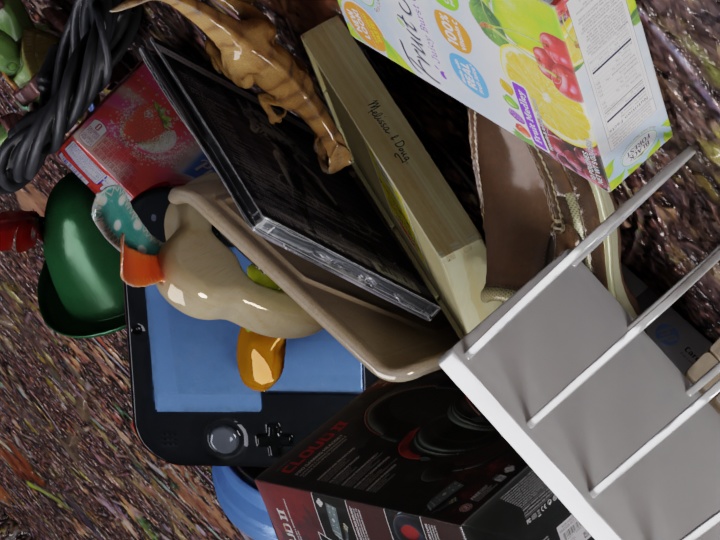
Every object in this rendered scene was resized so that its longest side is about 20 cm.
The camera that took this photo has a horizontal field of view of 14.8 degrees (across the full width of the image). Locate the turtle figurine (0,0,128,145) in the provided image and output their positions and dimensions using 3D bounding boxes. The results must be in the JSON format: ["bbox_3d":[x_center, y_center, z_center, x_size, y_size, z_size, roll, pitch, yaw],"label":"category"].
[{"bbox_3d":[-0.276,-0.145,2.059,0.194,0.144,0.200,56,158,-17],"label":"turtle figurine"}]

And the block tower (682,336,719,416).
[{"bbox_3d":[0.259,0.112,1.485,0.200,0.054,0.058,44,164,7],"label":"block tower"}]

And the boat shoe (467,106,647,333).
[{"bbox_3d":[0.099,-0.006,1.503,0.075,0.075,0.203,-2,118,48],"label":"boat shoe"}]

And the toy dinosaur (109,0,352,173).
[{"bbox_3d":[-0.071,-0.136,1.646,0.200,0.060,0.106,38,-171,-31],"label":"toy dinosaur"}]

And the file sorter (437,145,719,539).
[{"bbox_3d":[0.170,0.061,1.382,0.200,0.139,0.125,48,128,3],"label":"file sorter"}]

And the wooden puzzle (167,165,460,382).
[{"bbox_3d":[0.000,0.000,1.699,0.200,0.037,0.185,38,-154,21],"label":"wooden puzzle"}]

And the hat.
[{"bbox_3d":[-0.210,-0.063,1.980,0.176,0.165,0.200,51,-165,-34],"label":"hat"}]

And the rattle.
[{"bbox_3d":[-0.111,0.015,1.731,0.143,0.200,0.130,-32,78,42],"label":"rattle"}]

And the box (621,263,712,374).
[{"bbox_3d":[0.172,0.093,1.612,0.200,0.041,0.156,43,147,15],"label":"box"}]

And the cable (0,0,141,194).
[{"bbox_3d":[-0.203,-0.130,1.884,0.051,0.163,0.200,34,164,-10],"label":"cable"}]

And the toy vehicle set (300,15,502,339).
[{"bbox_3d":[0.030,-0.043,1.624,0.200,0.026,0.124,59,175,38],"label":"toy vehicle set"}]

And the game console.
[{"bbox_3d":[-0.069,0.037,1.847,0.176,0.031,0.200,2,111,12],"label":"game console"}]

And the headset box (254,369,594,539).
[{"bbox_3d":[0.048,0.122,1.619,0.200,0.149,0.075,8,127,48],"label":"headset box"}]

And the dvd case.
[{"bbox_3d":[-0.044,-0.056,1.659,0.149,0.016,0.200,27,-160,-39],"label":"dvd case"}]

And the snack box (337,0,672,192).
[{"bbox_3d":[0.058,-0.139,1.398,0.200,0.053,0.142,35,159,36],"label":"snack box"}]

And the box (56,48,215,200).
[{"bbox_3d":[-0.104,-0.050,1.911,0.200,0.095,0.100,45,168,-5],"label":"box"}]

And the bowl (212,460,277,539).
[{"bbox_3d":[-0.005,0.123,1.923,0.200,0.200,0.039,31,137,43],"label":"bowl"}]
